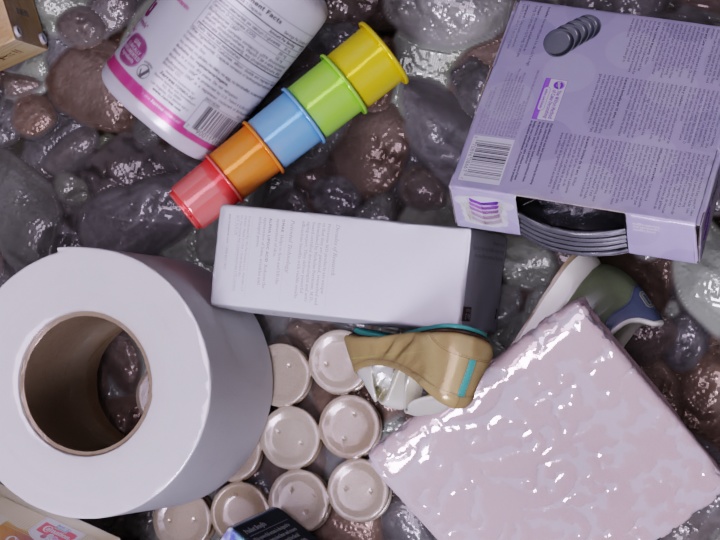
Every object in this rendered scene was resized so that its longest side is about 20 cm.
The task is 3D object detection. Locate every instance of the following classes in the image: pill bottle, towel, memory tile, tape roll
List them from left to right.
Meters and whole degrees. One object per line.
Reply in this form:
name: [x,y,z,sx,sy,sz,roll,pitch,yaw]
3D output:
tape roll: [-0.183,0.086,1.663,0.202,0.139,0.203,-1,86,17]
pill bottle: [-0.098,-0.194,1.679,0.113,0.113,0.200,42,99,15]
memory tile: [-0.077,0.136,1.709,0.200,0.017,0.154,-11,84,16]
towel: [0.139,0.143,1.591,0.200,0.032,0.191,-38,106,15]

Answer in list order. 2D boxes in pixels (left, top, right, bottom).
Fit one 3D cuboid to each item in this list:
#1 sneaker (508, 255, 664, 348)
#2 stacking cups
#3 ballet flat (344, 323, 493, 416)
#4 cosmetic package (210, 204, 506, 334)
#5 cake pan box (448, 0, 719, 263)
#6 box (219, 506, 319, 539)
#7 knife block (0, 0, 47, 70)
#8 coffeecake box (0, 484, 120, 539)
sneaker: [0.148,0.088,1.614,0.090,0.067,0.200,34,98,16]
stacking cups: [-0.056,-0.104,1.668,0.200,0.061,0.061,-40,77,-1]
ballet flat: [0.032,0.072,1.572,0.069,0.200,0.063,14,82,-18]
cosmetic package: [0.000,0.000,1.642,0.200,0.113,0.081,4,89,16]
cake pan box: [0.176,-0.101,1.570,0.184,0.052,0.200,7,54,18]
box: [-0.046,0.301,1.637,0.200,0.107,0.149,37,102,13]
knife block: [-0.355,-0.197,1.785,0.175,0.064,0.200,-20,82,15]
coffeecake box: [-0.251,0.276,1.661,0.153,0.073,0.200,18,126,33]
